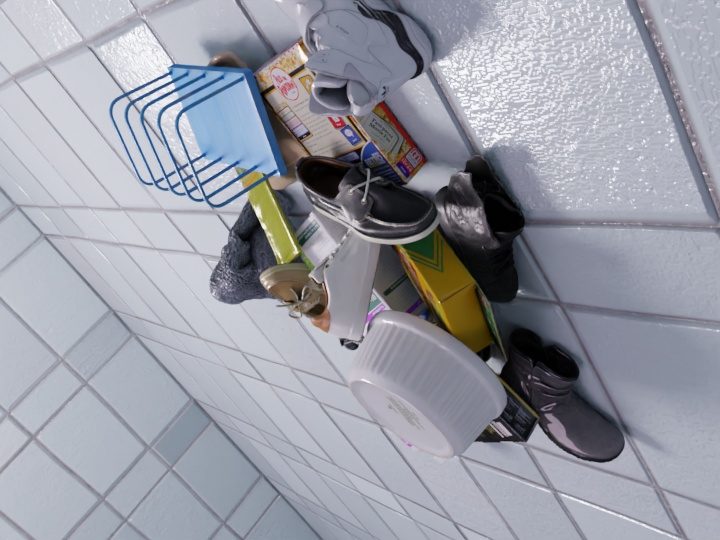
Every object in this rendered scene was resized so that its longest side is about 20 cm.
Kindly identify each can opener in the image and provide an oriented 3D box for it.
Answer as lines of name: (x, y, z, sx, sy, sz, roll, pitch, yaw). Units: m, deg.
can opener: (-0.010, 0.101, 1.312, 0.200, 0.052, 0.067, 66, -176, -78)

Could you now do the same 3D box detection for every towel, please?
towel: (-0.140, -0.103, 1.095, 0.202, 0.018, 0.086, 64, 157, 5)

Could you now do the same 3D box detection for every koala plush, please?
koala plush: (-0.122, 0.004, 1.257, 0.198, 0.185, 0.178, 27, 153, 0)

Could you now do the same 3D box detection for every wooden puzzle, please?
wooden puzzle: (-0.144, -0.205, 1.088, 0.200, 0.037, 0.184, 44, 156, -16)

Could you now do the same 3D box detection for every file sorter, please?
file sorter: (-0.215, -0.173, 1.009, 0.199, 0.122, 0.140, 18, 136, 46)

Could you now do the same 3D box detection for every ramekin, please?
ramekin: (0.073, 0.148, 0.974, 0.201, 0.095, 0.203, 32, 158, 15)

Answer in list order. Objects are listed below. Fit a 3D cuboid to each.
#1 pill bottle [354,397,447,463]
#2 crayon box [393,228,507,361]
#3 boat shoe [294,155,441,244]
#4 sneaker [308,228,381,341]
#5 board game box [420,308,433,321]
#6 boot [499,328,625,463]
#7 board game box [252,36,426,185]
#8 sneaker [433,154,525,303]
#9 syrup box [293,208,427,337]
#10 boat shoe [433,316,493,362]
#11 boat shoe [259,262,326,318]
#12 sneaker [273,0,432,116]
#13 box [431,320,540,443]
pill bottle: (0.092, 0.252, 1.401, 0.199, 0.104, 0.104, 40, 156, 5)
crayon box: (0.100, 0.018, 0.945, 0.201, 0.050, 0.128, 58, 177, 43)
boat shoe: (0.003, -0.085, 0.898, 0.199, 0.072, 0.068, 24, 157, 38)
sneaker: (-0.019, -0.017, 1.000, 0.083, 0.203, 0.073, 12, 170, -3)
board game box: (0.044, 0.049, 1.216, 0.151, 0.037, 0.201, 36, 154, 16)
boot: (0.272, 0.170, 1.041, 0.198, 0.070, 0.132, 29, 148, 17)
board game box: (-0.032, -0.180, 0.935, 0.200, 0.046, 0.151, 50, 155, -18)
sneaker: (0.148, -0.039, 0.883, 0.201, 0.060, 0.104, 56, 157, -21)
syrup box: (0.000, 0.000, 1.090, 0.201, 0.081, 0.079, 52, 136, 3)
boat shoe: (0.135, 0.083, 1.097, 0.074, 0.066, 0.201, 24, 151, 32)
boat shoe: (-0.058, 0.042, 1.135, 0.198, 0.063, 0.073, 19, 142, -37)
sneaker: (-0.036, -0.228, 0.777, 0.199, 0.115, 0.075, 34, 155, 18)
box: (0.131, 0.162, 1.098, 0.200, 0.049, 0.159, 44, 152, -10)
